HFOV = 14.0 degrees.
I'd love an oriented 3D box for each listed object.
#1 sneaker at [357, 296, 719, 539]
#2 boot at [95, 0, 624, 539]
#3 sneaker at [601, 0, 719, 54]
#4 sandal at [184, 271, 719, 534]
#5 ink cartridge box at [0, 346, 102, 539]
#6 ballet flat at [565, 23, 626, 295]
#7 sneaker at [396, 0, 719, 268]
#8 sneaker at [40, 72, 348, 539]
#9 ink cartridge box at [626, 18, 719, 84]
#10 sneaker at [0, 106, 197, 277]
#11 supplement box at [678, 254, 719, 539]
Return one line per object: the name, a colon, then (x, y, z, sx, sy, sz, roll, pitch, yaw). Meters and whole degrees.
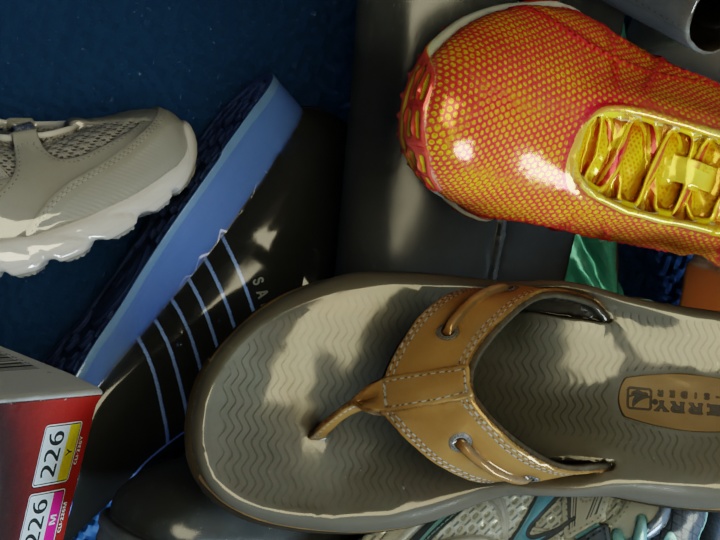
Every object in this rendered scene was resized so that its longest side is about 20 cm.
sneaker: (0.066, 0.088, 0.923, 0.200, 0.086, 0.078, -48, 134, -24)
boot: (0.001, 0.000, 0.936, 0.165, 0.066, 0.201, 2, 105, -44)
sneaker: (0.106, -0.129, 0.973, 0.106, 0.200, 0.075, 33, 126, 15)
sandal: (0.048, 0.040, 0.877, 0.199, 0.055, 0.082, 4, 78, -3)
ink cartridge box: (-0.182, 0.121, 0.879, 0.175, 0.084, 0.201, -3, 110, -58)
ballet flat: (0.060, -0.005, 1.021, 0.070, 0.067, 0.201, -5, 95, -18)
sneaker: (0.093, -0.039, 0.919, 0.200, 0.077, 0.073, 9, 97, -43)
sneaker: (-0.057, 0.033, 0.986, 0.078, 0.070, 0.200, 37, 83, -14)
ink cartridge box: (0.186, -0.146, 1.012, 0.085, 0.148, 0.200, 29, 84, -14)
sneaker: (-0.150, -0.034, 0.951, 0.199, 0.075, 0.082, -12, 97, -16)
supplement box: (0.139, 0.096, 1.024, 0.069, 0.066, 0.201, -3, 107, -54)
